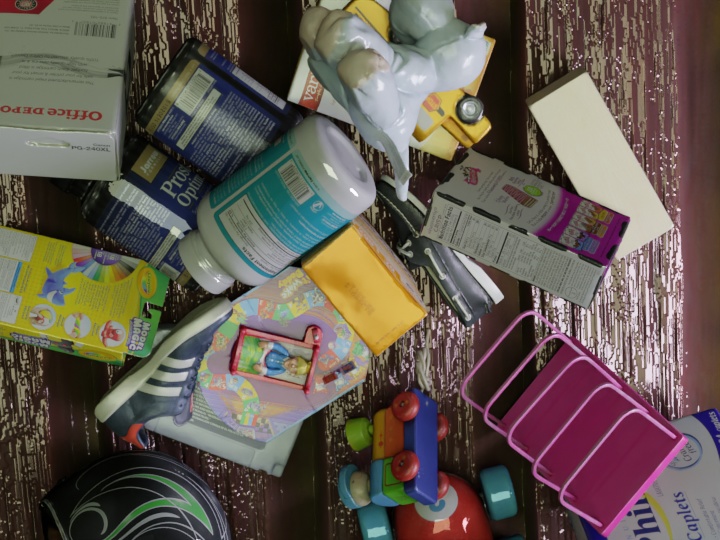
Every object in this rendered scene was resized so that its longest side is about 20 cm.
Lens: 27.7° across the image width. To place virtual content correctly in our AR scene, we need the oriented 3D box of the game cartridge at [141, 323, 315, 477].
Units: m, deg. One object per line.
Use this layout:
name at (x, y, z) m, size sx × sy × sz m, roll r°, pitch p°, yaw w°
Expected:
game cartridge at (-0.159, 0.141, 1.668) m, size 0.198 × 0.041 × 0.134 m, roll 22°, pitch 101°, yaw -7°

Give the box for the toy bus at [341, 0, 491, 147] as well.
toy bus at (0.051, -0.208, 1.563) m, size 0.078 × 0.065 × 0.200 m, roll -42°, pitch 99°, yaw 4°

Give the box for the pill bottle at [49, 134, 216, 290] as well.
pill bottle at (-0.232, -0.075, 1.586) m, size 0.199 × 0.112 × 0.112 m, roll 34°, pitch 96°, yaw -9°

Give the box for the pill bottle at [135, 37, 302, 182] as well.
pill bottle at (-0.132, -0.149, 1.571) m, size 0.199 × 0.112 × 0.112 m, roll 35°, pitch 96°, yaw -8°

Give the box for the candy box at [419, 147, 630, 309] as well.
candy box at (0.179, -0.048, 1.571) m, size 0.198 × 0.136 × 0.061 m, roll 25°, pitch 121°, yaw 10°

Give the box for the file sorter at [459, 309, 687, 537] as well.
file sorter at (0.224, 0.160, 1.594) m, size 0.139 × 0.200 × 0.125 m, roll -50°, pitch 136°, yaw 5°

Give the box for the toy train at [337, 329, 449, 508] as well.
toy train at (0.033, 0.173, 1.667) m, size 0.115 × 0.202 × 0.085 m, roll -16°, pitch 147°, yaw 28°

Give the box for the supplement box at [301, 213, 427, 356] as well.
supplement box at (0.000, 0.000, 1.569) m, size 0.073 × 0.200 × 0.126 m, roll -39°, pitch 102°, yaw 5°

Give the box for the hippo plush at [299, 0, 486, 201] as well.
hippo plush at (0.050, -0.211, 1.449) m, size 0.160 × 0.159 × 0.201 m, roll -34°, pitch 81°, yaw -6°

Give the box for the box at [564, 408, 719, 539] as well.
box at (0.343, 0.279, 1.639) m, size 0.198 × 0.185 × 0.106 m, roll -17°, pitch 134°, yaw 0°

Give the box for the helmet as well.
helmet at (-0.241, 0.297, 1.612) m, size 0.189 × 0.200 × 0.202 m, roll -16°, pitch 102°, yaw -23°

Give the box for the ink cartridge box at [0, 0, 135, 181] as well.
ink cartridge box at (-0.314, -0.196, 1.516) m, size 0.143 × 0.084 × 0.202 m, roll 3°, pitch 55°, yaw -4°

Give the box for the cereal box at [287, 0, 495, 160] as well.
cereal box at (0.033, -0.223, 1.613) m, size 0.198 × 0.040 × 0.145 m, roll 19°, pitch 98°, yaw -7°

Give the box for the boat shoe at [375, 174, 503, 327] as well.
boat shoe at (0.077, -0.020, 1.634) m, size 0.060 × 0.076 × 0.200 m, roll -44°, pitch 99°, yaw -1°

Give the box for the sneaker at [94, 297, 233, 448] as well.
sneaker at (-0.199, 0.116, 1.609) m, size 0.200 × 0.075 × 0.085 m, roll -42°, pitch 97°, yaw 14°

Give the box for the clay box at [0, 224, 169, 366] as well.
clay box at (-0.317, 0.031, 1.604) m, size 0.198 × 0.048 × 0.116 m, roll 15°, pitch 64°, yaw -6°

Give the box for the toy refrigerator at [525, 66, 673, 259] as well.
toy refrigerator at (0.267, -0.121, 1.633) m, size 0.075 × 0.070 × 0.201 m, roll -31°, pitch 100°, yaw 9°

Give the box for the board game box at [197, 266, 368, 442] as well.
board game box at (-0.088, 0.095, 1.628) m, size 0.199 × 0.039 × 0.159 m, roll -32°, pitch 98°, yaw -2°

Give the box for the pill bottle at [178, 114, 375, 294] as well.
pill bottle at (-0.090, -0.060, 1.482) m, size 0.199 × 0.111 × 0.111 m, roll -35°, pitch 101°, yaw 17°

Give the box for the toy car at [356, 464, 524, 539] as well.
toy car at (0.106, 0.336, 1.633) m, size 0.182 × 0.200 × 0.179 m, roll -15°, pitch 104°, yaw -1°
